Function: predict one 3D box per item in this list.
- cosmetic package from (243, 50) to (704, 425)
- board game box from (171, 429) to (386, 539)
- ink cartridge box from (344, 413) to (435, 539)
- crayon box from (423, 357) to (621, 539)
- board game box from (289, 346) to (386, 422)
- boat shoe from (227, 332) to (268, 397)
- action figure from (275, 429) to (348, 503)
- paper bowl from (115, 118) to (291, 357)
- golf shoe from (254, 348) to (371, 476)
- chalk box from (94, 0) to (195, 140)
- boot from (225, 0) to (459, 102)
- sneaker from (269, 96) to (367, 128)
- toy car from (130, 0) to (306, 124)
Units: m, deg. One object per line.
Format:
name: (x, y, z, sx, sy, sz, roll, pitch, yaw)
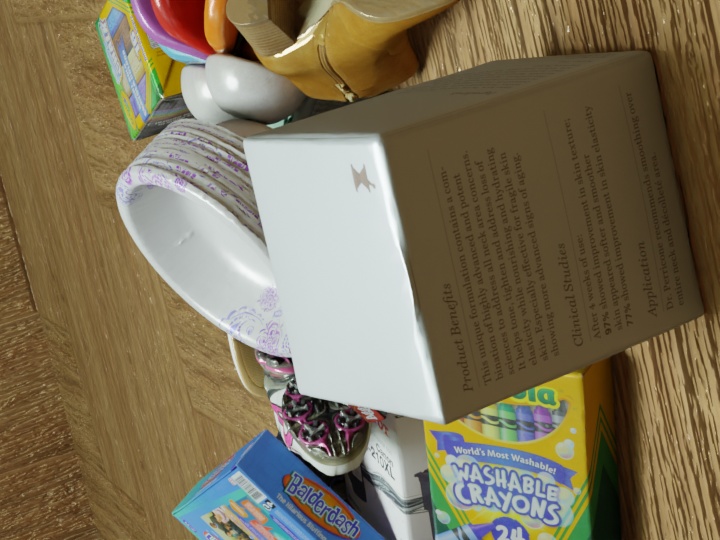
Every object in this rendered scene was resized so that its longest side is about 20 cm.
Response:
cosmetic package: (0.066, -0.026, 1.220, 0.166, 0.199, 0.169, 6, 112, 59)
board game box: (-0.065, 0.219, 1.706, 0.152, 0.045, 0.200, 43, 153, -4)
ink cartridge box: (0.045, 0.160, 1.675, 0.145, 0.084, 0.202, -136, 35, -57)
crayon box: (0.107, 0.106, 1.392, 0.125, 0.052, 0.202, 10, 122, 28)
board game box: (0.000, 0.000, 1.516, 0.103, 0.019, 0.201, 45, -136, -40)
boat shoe: (-0.089, 0.009, 1.742, 0.069, 0.070, 0.202, 155, 111, -69)
action figure: (-0.040, 0.155, 1.815, 0.200, 0.104, 0.196, 20, -103, -72)
paper bowl: (-0.086, -0.037, 1.595, 0.200, 0.105, 0.201, 33, 156, 17)
golf shoe: (-0.029, 0.116, 1.617, 0.200, 0.072, 0.093, -120, 16, -64)
chalk box: (-0.168, -0.206, 1.918, 0.200, 0.123, 0.125, 150, 101, -70)
boot: (0.016, -0.177, 1.467, 0.144, 0.199, 0.072, 33, -126, -57)
sneaker: (-0.044, -0.135, 1.693, 0.201, 0.073, 0.119, 101, 149, -54)
toy car: (-0.108, -0.211, 1.617, 0.200, 0.149, 0.177, 179, 108, -72)
